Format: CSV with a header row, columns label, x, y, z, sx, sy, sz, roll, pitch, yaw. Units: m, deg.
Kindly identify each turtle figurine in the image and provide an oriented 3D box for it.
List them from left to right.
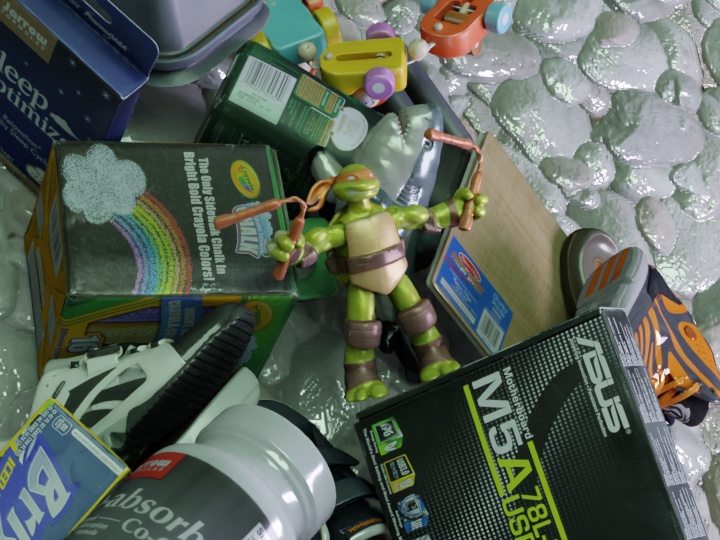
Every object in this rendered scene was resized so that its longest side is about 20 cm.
label,x,y,z,sx,sy,sz,roll,pitch,yaw
turtle figurine,0.000,0.000,1.422,0.199,0.064,0.162,-16,99,-28

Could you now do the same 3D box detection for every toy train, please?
label,x,y,z,sx,sy,sz,roll,pitch,yaw
toy train,0.006,-0.174,1.640,0.199,0.056,0.150,15,46,25

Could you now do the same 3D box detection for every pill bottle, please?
label,x,y,z,sx,sy,sz,roll,pitch,yaw
pill bottle,-0.110,0.174,1.289,0.116,0.116,0.200,41,51,6

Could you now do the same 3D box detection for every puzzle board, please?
label,x,y,z,sx,sy,sz,roll,pitch,yaw
puzzle board,0.118,0.021,1.559,0.200,0.017,0.151,50,44,-30

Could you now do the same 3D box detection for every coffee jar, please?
label,x,y,z,sx,sy,sz,roll,pitch,yaw
coffee jar,-0.017,-0.079,1.577,0.199,0.104,0.086,27,54,-5

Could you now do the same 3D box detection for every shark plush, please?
label,x,y,z,sx,sy,sz,roll,pitch,yaw
shark plush,0.033,-0.012,1.511,0.083,0.091,0.201,-18,105,-22

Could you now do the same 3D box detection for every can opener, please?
label,x,y,z,sx,sy,sz,roll,pitch,yaw
can opener,0.064,-0.101,1.651,0.052,0.067,0.200,-22,66,-32

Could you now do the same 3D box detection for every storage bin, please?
label,x,y,z,sx,sy,sz,roll,pitch,yaw
storage bin,-0.180,-0.235,1.542,0.199,0.135,0.146,25,50,29

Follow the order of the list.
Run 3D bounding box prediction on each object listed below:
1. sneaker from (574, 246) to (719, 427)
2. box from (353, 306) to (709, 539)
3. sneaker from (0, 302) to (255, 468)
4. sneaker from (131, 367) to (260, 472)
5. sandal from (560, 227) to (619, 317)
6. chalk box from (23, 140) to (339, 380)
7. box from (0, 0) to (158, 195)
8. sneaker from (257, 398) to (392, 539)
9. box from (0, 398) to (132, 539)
label,x,y,z,sx,sy,sz,roll,pitch,yaw
sneaker,0.188,0.080,1.474,0.112,0.077,0.200,43,48,-14
box,0.111,0.149,1.374,0.047,0.193,0.201,2,67,-59
sneaker,-0.160,0.075,1.405,0.200,0.074,0.089,-41,70,0
sneaker,-0.112,0.155,1.430,0.085,0.073,0.200,42,58,-11
sandal,0.196,0.061,1.579,0.082,0.054,0.201,12,64,-51
chalk box,-0.116,-0.004,1.478,0.199,0.124,0.125,1,59,-19
box,-0.209,-0.125,1.470,0.121,0.200,0.032,42,54,7
sneaker,-0.020,0.160,1.450,0.078,0.079,0.200,-20,68,-29
box,-0.227,0.176,1.319,0.070,0.064,0.200,40,80,5
